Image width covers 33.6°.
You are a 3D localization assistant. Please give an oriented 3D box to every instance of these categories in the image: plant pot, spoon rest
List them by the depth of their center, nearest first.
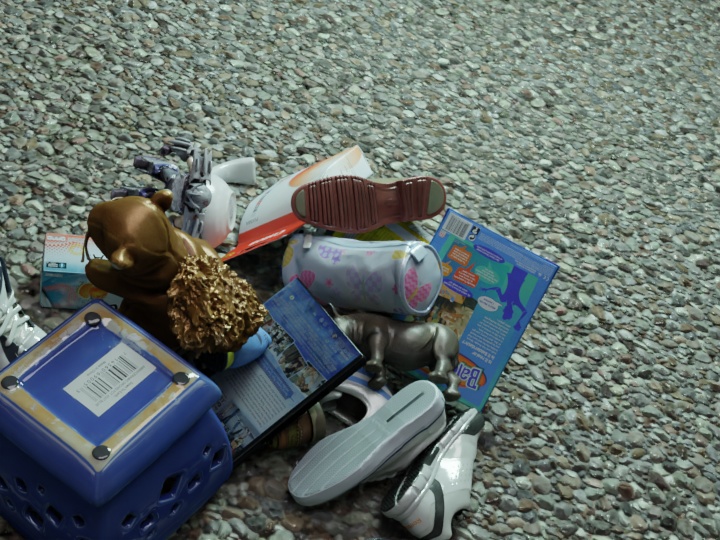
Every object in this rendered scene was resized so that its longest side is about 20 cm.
[{"bbox_3d":[-0.255,0.159,1.171,0.200,0.180,0.200,33,51,19],"label":"plant pot"},{"bbox_3d":[-0.187,-0.097,1.571,0.061,0.099,0.200,4,25,7],"label":"spoon rest"}]

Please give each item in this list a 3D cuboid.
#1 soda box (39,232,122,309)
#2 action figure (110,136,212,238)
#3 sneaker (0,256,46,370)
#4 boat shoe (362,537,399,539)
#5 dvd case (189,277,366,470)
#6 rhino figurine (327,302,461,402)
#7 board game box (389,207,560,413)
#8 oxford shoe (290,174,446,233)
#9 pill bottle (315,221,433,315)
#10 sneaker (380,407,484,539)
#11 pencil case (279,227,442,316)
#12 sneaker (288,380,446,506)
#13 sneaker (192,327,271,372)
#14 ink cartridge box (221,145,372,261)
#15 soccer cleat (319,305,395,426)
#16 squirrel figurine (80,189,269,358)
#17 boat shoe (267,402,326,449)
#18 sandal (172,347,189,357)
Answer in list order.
[{"bbox_3d":[-0.281,0.007,1.432,0.200,0.064,0.068,4,43,-15],"label":"soda box"},{"bbox_3d":[-0.240,-0.100,1.489,0.069,0.130,0.200,21,-3,-33],"label":"action figure"},{"bbox_3d":[-0.392,0.049,1.295,0.199,0.130,0.080,28,43,10],"label":"sneaker"},{"bbox_3d":[0.089,0.313,1.233,0.200,0.063,0.073,20,41,2],"label":"boat shoe"},{"bbox_3d":[-0.109,0.115,1.320,0.200,0.018,0.143,-38,55,-5],"label":"dvd case"},{"bbox_3d":[0.023,0.087,1.362,0.200,0.060,0.088,12,51,-5],"label":"rhino figurine"},{"bbox_3d":[0.125,0.048,1.427,0.152,0.200,0.045,29,1,7],"label":"board game box"},{"bbox_3d":[0.002,-0.081,1.468,0.200,0.071,0.075,-1,2,-23],"label":"oxford shoe"},{"bbox_3d":[0.045,-0.008,1.530,0.200,0.114,0.114,37,44,20],"label":"pill bottle"},{"bbox_3d":[0.095,0.231,1.335,0.080,0.074,0.200,46,43,-3],"label":"sneaker"},{"bbox_3d":[0.000,0.000,1.408,0.200,0.091,0.083,9,18,39],"label":"pencil case"},{"bbox_3d":[0.016,0.204,1.309,0.200,0.071,0.073,-32,38,-11],"label":"sneaker"},{"bbox_3d":[-0.179,0.034,1.345,0.078,0.066,0.200,-22,54,-39],"label":"sneaker"},{"bbox_3d":[-0.101,-0.082,1.530,0.200,0.162,0.050,-37,103,-45],"label":"ink cartridge box"},{"bbox_3d":[-0.029,0.117,1.398,0.086,0.070,0.200,-16,52,-34],"label":"soccer cleat"},{"bbox_3d":[-0.187,0.001,1.205,0.200,0.187,0.142,29,65,20],"label":"squirrel figurine"},{"bbox_3d":[-0.110,0.119,1.365,0.068,0.072,0.200,-14,45,-24],"label":"boat shoe"},{"bbox_3d":[-0.225,0.077,1.365,0.200,0.055,0.082,-32,55,-24],"label":"sandal"}]
